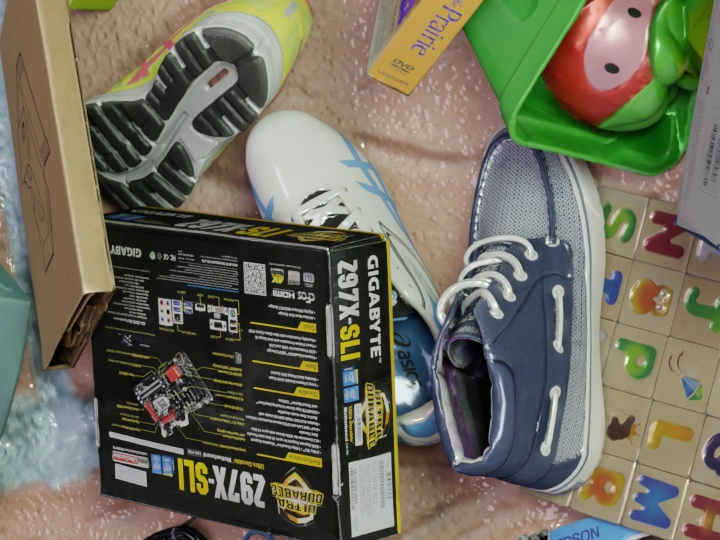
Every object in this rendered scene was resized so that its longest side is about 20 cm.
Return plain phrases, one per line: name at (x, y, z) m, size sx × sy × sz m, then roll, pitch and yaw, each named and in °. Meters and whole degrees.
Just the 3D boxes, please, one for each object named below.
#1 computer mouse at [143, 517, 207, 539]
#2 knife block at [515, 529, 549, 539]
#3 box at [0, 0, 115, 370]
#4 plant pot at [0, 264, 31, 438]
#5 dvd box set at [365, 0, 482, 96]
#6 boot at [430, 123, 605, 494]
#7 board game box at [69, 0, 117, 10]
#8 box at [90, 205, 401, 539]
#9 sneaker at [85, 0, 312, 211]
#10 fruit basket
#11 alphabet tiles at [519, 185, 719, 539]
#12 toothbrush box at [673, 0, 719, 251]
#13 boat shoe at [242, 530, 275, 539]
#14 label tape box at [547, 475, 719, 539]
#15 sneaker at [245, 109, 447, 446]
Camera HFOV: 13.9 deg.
computer mouse at (-0.087, 0.118, 1.672) m, size 0.059 × 0.034 × 0.201 m, roll 39°, pitch 111°, yaw 21°
knife block at (0.103, 0.246, 1.566) m, size 0.064 × 0.176 × 0.200 m, roll -17°, pitch 130°, yaw 30°
box at (-0.171, -0.060, 1.638) m, size 0.164 × 0.021 × 0.201 m, roll 128°, pitch 133°, yaw -69°
plant pot at (-0.287, 0.067, 1.710) m, size 0.141 × 0.141 × 0.201 m, roll 46°, pitch 111°, yaw 34°
dvd box set at (0.069, -0.201, 1.482) m, size 0.029 × 0.147 × 0.200 m, roll 25°, pitch 133°, yaw -15°
boot at (0.077, 0.011, 1.521) m, size 0.072 × 0.090 × 0.202 m, roll -17°, pitch 71°, yaw 34°
board game box at (-0.130, -0.256, 1.666) m, size 0.102 × 0.048 × 0.200 m, roll 47°, pitch 113°, yaw 19°
box at (-0.066, 0.053, 1.588) m, size 0.199 × 0.049 × 0.161 m, roll 7°, pitch 105°, yaw 45°
sneaker at (-0.090, -0.097, 1.644) m, size 0.078 × 0.090 × 0.200 m, roll 49°, pitch 139°, yaw -11°
fruit basket at (0.174, -0.128, 1.456) m, size 0.215 × 0.155 × 0.217 m, roll -9°, pitch 76°, yaw 43°
alphabet tiles at (0.155, 0.050, 1.516) m, size 0.199 × 0.006 × 0.168 m, roll 15°, pitch 90°, yaw 39°
toothbrush box at (0.261, -0.071, 1.377) m, size 0.198 × 0.085 × 0.148 m, roll 9°, pitch 98°, yaw -12°
boat shoe at (-0.076, 0.196, 1.642) m, size 0.200 × 0.084 × 0.069 m, roll -38°, pitch 82°, yaw 24°
label tape box at (0.182, 0.214, 1.503) m, size 0.143 × 0.066 × 0.201 m, roll -21°, pitch 66°, yaw 29°
sneaker at (0.000, 0.000, 1.587) m, size 0.072 × 0.072 × 0.201 m, roll -27°, pitch 83°, yaw -5°
